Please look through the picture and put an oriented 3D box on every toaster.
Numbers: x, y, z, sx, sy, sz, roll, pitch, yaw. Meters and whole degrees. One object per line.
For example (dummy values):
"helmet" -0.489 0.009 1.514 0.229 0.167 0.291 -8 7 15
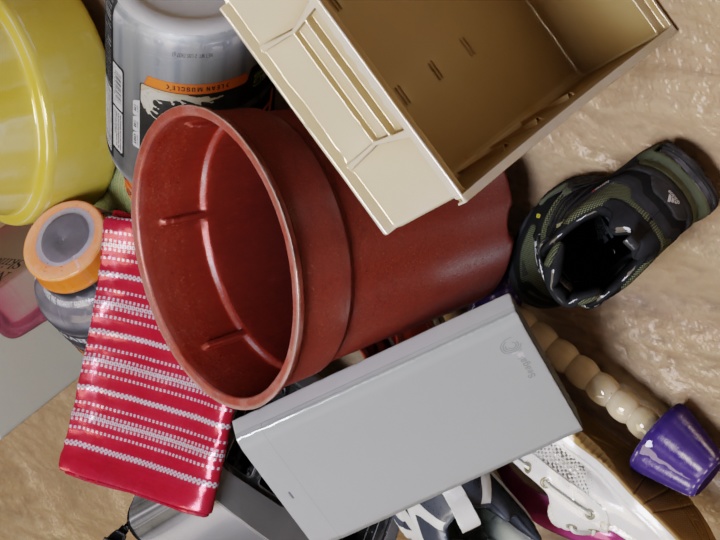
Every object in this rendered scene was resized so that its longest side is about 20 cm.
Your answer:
"toaster" -0.069 0.168 1.816 0.181 0.200 0.119 36 139 -17

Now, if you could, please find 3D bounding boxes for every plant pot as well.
"plant pot" -0.316 -0.122 1.826 0.201 0.189 0.201 31 129 47
"plant pot" -0.017 -0.028 1.572 0.201 0.195 0.201 27 124 49

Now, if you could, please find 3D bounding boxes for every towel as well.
"towel" -0.147 0.067 1.719 0.145 0.022 0.200 16 98 32

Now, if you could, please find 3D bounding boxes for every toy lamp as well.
"toy lamp" 0.161 0.079 1.622 0.200 0.058 0.058 40 145 19

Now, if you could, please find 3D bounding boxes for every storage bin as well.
"storage bin" 0.046 -0.159 1.402 0.199 0.200 0.094 54 149 -5

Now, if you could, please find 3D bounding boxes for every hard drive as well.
"hard drive" 0.033 0.102 1.567 0.132 0.200 0.026 58 -169 -43

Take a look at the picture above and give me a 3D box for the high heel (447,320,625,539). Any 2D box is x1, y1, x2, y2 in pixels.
"high heel" 0.125 0.116 1.692 0.200 0.067 0.096 45 159 32

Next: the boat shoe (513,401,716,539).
"boat shoe" 0.158 0.150 1.637 0.200 0.071 0.069 42 110 20

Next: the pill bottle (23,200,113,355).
"pill bottle" -0.188 0.023 1.871 0.106 0.106 0.200 24 163 35

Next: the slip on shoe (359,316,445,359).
"slip on shoe" 0.000 0.000 1.704 0.074 0.061 0.200 -46 65 49

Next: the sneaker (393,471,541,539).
"sneaker" 0.078 0.189 1.694 0.199 0.079 0.130 78 166 -54

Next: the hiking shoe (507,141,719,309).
"hiking shoe" 0.138 -0.015 1.518 0.076 0.101 0.200 52 146 0

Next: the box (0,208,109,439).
"box" -0.286 0.038 1.977 0.128 0.200 0.109 2 123 49

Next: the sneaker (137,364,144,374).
"sneaker" -0.111 0.048 1.740 0.081 0.200 0.146 41 167 -18

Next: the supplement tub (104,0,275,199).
"supplement tub" -0.121 -0.134 1.690 0.123 0.123 0.200 34 144 24

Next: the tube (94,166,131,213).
"tube" -0.183 -0.071 1.866 0.200 0.052 0.058 17 91 47
